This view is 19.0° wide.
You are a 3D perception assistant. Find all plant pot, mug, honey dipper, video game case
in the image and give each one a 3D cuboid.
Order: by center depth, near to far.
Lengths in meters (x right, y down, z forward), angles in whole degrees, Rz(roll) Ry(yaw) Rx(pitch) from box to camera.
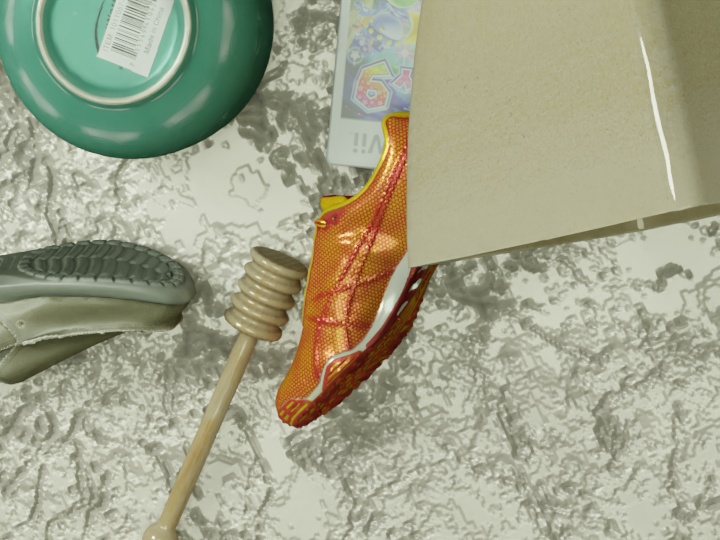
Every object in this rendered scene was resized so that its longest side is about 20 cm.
[{"bbox_3d":[0.143,-0.112,1.130,0.199,0.199,0.179,-12,87,47],"label":"plant pot"},{"bbox_3d":[-0.135,-0.154,1.213,0.151,0.114,0.186,-25,95,8],"label":"mug"},{"bbox_3d":[0.059,-0.155,1.246,0.142,0.018,0.202,6,98,3],"label":"video game case"},{"bbox_3d":[-0.086,0.082,1.283,0.038,0.038,0.201,24,103,1],"label":"honey dipper"}]

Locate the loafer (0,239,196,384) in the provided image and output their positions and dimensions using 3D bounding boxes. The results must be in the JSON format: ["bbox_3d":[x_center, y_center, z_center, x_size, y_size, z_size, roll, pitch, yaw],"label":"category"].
[{"bbox_3d":[-0.193,0.027,1.270,0.198,0.075,0.070,-2,109,10],"label":"loafer"}]

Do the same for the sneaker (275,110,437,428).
[{"bbox_3d":[0.000,0.000,1.249,0.077,0.073,0.201,33,103,17],"label":"sneaker"}]
